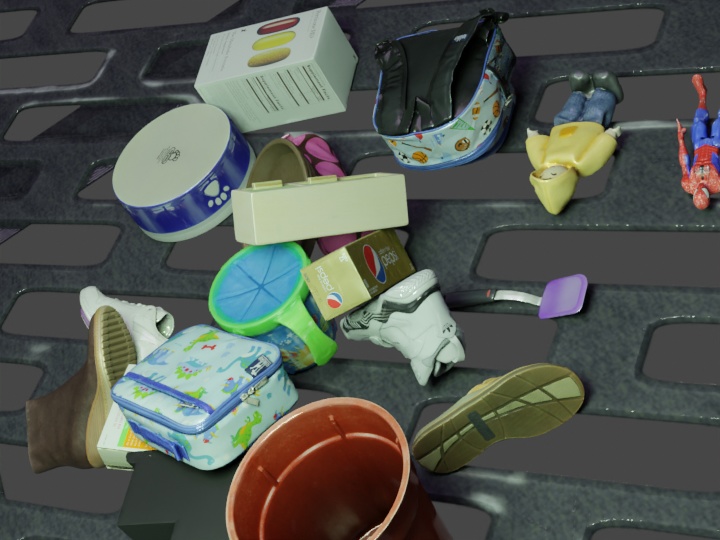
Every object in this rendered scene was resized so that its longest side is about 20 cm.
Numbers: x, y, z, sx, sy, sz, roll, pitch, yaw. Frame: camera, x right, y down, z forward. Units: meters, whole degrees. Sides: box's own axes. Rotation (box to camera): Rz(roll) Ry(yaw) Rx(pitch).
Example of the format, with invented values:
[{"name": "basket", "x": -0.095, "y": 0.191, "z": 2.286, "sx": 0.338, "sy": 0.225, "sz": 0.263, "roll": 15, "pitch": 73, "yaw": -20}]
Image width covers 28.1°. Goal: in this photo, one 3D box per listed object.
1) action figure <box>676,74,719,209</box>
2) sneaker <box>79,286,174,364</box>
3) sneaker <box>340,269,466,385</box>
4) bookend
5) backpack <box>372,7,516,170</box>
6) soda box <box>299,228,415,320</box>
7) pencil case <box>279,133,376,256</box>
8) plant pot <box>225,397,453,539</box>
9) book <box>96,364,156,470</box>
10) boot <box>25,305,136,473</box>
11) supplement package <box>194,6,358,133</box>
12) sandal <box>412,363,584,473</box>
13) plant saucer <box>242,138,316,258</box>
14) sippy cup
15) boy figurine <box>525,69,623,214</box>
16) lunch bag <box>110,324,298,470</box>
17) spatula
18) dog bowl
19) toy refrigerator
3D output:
[{"name": "action figure", "x": 0.406, "y": -0.152, "z": 1.684, "sx": 0.065, "sy": 0.052, "sz": 0.201, "roll": -4, "pitch": 53, "yaw": 25}, {"name": "sneaker", "x": -0.304, "y": 0.077, "z": 1.921, "sx": 0.099, "sy": 0.075, "sz": 0.200, "roll": -37, "pitch": 50, "yaw": -12}, {"name": "sneaker", "x": 0.051, "y": 0.078, "z": 1.676, "sx": 0.075, "sy": 0.115, "sz": 0.200, "roll": -30, "pitch": -2, "yaw": -30}, {"name": "bookend", "x": -0.185, "y": 0.304, "z": 1.616, "sx": 0.198, "sy": 0.092, "sz": 0.201, "roll": -8, "pitch": 49, "yaw": 26}, {"name": "backpack", "x": 0.105, "y": -0.216, "z": 1.855, "sx": 0.199, "sy": 0.154, "sz": 0.191, "roll": -11, "pitch": 40, "yaw": 35}, {"name": "soda box", "x": 0.000, "y": 0.000, "z": 1.702, "sx": 0.064, "sy": 0.068, "sz": 0.200, "roll": -28, "pitch": 0, "yaw": 19}, {"name": "pencil case", "x": -0.050, "y": -0.099, "z": 1.890, "sx": 0.090, "sy": 0.094, "sz": 0.200, "roll": -33, "pitch": 43, "yaw": 1}, {"name": "plant pot", "x": -0.004, "y": 0.267, "z": 1.459, "sx": 0.200, "sy": 0.196, "sz": 0.202, "roll": -17, "pitch": 45, "yaw": 18}, {"name": "book", "x": -0.201, "y": 0.178, "z": 1.736, "sx": 0.199, "sy": 0.048, "sz": 0.134, "roll": 4, "pitch": 52, "yaw": 12}, {"name": "boot", "x": -0.365, "y": 0.154, "z": 1.831, "sx": 0.165, "sy": 0.072, "sz": 0.201, "roll": -11, "pitch": 82, "yaw": 29}, {"name": "supplement package", "x": -0.120, "y": -0.288, "z": 2.091, "sx": 0.199, "sy": 0.110, "sz": 0.114, "roll": -9, "pitch": 49, "yaw": 26}, {"name": "sandal", "x": 0.145, "y": 0.153, "z": 1.567, "sx": 0.199, "sy": 0.081, "sz": 0.054, "roll": -29, "pitch": 21, "yaw": 13}, {"name": "plant saucer", "x": -0.102, "y": -0.070, "z": 1.867, "sx": 0.200, "sy": 0.029, "sz": 0.202, "roll": -13, "pitch": 75, "yaw": 61}, {"name": "sippy cup", "x": -0.096, "y": 0.052, "z": 1.756, "sx": 0.139, "sy": 0.131, "sz": 0.179, "roll": -19, "pitch": 44, "yaw": 17}, {"name": "boy figurine", "x": 0.254, "y": -0.156, "z": 1.771, "sx": 0.124, "sy": 0.065, "sz": 0.201, "roll": 8, "pitch": 54, "yaw": 34}, {"name": "lunch bag", "x": -0.181, "y": 0.142, "z": 1.649, "sx": 0.161, "sy": 0.083, "sz": 0.199, "roll": -39, "pitch": 32, "yaw": -26}, {"name": "spatula", "x": 0.175, "y": 0.031, "z": 1.684, "sx": 0.199, "sy": 0.021, "sz": 0.057, "roll": -1, "pitch": 54, "yaw": 32}, {"name": "dog bowl", "x": -0.254, "y": -0.142, "z": 2.068, "sx": 0.199, "sy": 0.079, "sz": 0.201, "roll": -18, "pitch": 46, "yaw": 19}, {"name": "toy refrigerator", "x": -0.049, "y": -0.079, "z": 1.738, "sx": 0.199, "sy": 0.070, "sz": 0.076, "roll": -9, "pitch": 9, "yaw": -22}]
